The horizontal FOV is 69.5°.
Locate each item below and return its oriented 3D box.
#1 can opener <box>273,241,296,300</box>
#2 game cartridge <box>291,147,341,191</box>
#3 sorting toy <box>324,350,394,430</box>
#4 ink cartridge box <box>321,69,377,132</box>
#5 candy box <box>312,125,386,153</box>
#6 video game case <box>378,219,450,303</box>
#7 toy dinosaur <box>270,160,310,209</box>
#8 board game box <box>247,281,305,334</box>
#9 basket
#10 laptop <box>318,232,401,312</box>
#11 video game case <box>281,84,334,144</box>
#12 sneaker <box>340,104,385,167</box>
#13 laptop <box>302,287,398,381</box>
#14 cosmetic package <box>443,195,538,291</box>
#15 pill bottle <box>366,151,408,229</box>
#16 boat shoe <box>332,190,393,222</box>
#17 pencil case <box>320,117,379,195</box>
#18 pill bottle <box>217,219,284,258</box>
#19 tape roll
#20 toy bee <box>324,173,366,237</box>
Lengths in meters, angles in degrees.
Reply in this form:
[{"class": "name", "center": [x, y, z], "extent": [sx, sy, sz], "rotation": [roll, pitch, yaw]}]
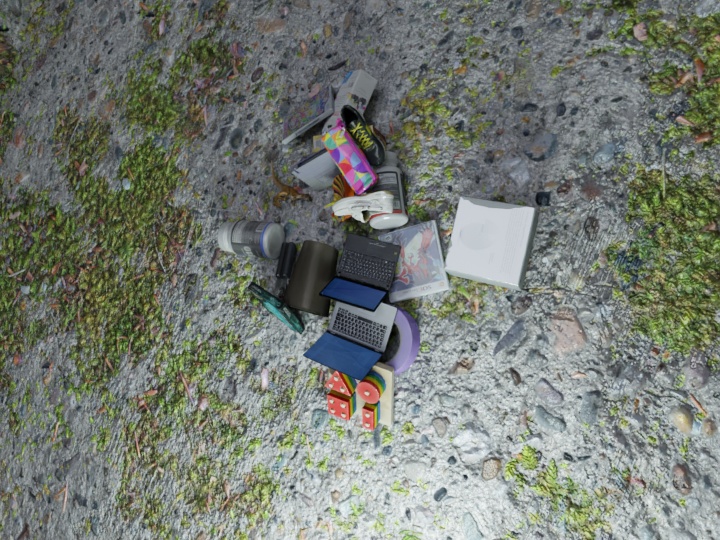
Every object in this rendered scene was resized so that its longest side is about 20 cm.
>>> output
[{"class": "can opener", "center": [-0.233, 0.014, 1.639], "extent": [0.052, 0.067, 0.204], "rotation": [-2, 70, 34]}, {"class": "game cartridge", "center": [-0.096, -0.315, 1.564], "extent": [0.197, 0.129, 0.039], "rotation": [-21, 61, 32]}, {"class": "sorting toy", "center": [-0.011, 0.334, 1.424], "extent": [0.196, 0.070, 0.202], "rotation": [15, 124, 25]}, {"class": "ink cartridge box", "center": [-0.036, -0.501, 1.589], "extent": [0.203, 0.067, 0.115], "rotation": [-65, 28, 3]}, {"class": "candy box", "center": [-0.032, -0.379, 1.569], "extent": [0.196, 0.116, 0.058], "rotation": [-6, 83, 22]}, {"class": "video game case", "center": [0.151, -0.025, 1.491], "extent": [0.179, 0.023, 0.204], "rotation": [-15, 77, 20]}, {"class": "toy dinosaur", "center": [-0.246, -0.258, 1.686], "extent": [0.198, 0.061, 0.107], "rotation": [34, 72, 18]}, {"class": "board game box", "center": [-0.248, 0.115, 1.546], "extent": [0.134, 0.201, 0.028], "rotation": [30, 72, 25]}, {"class": "basket", "center": [-0.141, 0.023, 1.549], "extent": [0.179, 0.135, 0.204], "rotation": [7, 79, 50]}, {"class": "laptop", "center": [0.000, 0.000, 1.461], "extent": [0.174, 0.103, 0.204], "rotation": [15, 87, 19]}, {"class": "video game case", "center": [-0.168, -0.498, 1.656], "extent": [0.197, 0.018, 0.145], "rotation": [-26, 44, 22]}, {"class": "sneaker", "center": [-0.002, -0.375, 1.448], "extent": [0.074, 0.084, 0.202], "rotation": [-37, 73, 16]}, {"class": "laptop", "center": [-0.025, 0.164, 1.396], "extent": [0.184, 0.116, 0.204], "rotation": [18, 89, 23]}, {"class": "cosmetic package", "center": [0.345, -0.071, 1.360], "extent": [0.196, 0.123, 0.204], "rotation": [13, 87, 25]}, {"class": "pill bottle", "center": [0.072, -0.232, 1.504], "extent": [0.114, 0.116, 0.205], "rotation": [-10, 78, 21]}, {"class": "boat shoe", "center": [0.003, -0.168, 1.434], "extent": [0.197, 0.070, 0.071], "rotation": [-8, 82, 36]}, {"class": "pencil case", "center": [-0.029, -0.307, 1.419], "extent": [0.088, 0.088, 0.202], "rotation": [-33, 96, 15]}, {"class": "pill bottle", "center": [-0.352, -0.102, 1.667], "extent": [0.196, 0.113, 0.116], "rotation": [6, 84, 24]}, {"class": "tape roll", "center": [0.064, 0.195, 1.462], "extent": [0.196, 0.085, 0.205], "rotation": [-4, 80, 22]}, {"class": "toy bee", "center": [-0.057, -0.191, 1.559], "extent": [0.108, 0.129, 0.205], "rotation": [9, 96, 48]}]
